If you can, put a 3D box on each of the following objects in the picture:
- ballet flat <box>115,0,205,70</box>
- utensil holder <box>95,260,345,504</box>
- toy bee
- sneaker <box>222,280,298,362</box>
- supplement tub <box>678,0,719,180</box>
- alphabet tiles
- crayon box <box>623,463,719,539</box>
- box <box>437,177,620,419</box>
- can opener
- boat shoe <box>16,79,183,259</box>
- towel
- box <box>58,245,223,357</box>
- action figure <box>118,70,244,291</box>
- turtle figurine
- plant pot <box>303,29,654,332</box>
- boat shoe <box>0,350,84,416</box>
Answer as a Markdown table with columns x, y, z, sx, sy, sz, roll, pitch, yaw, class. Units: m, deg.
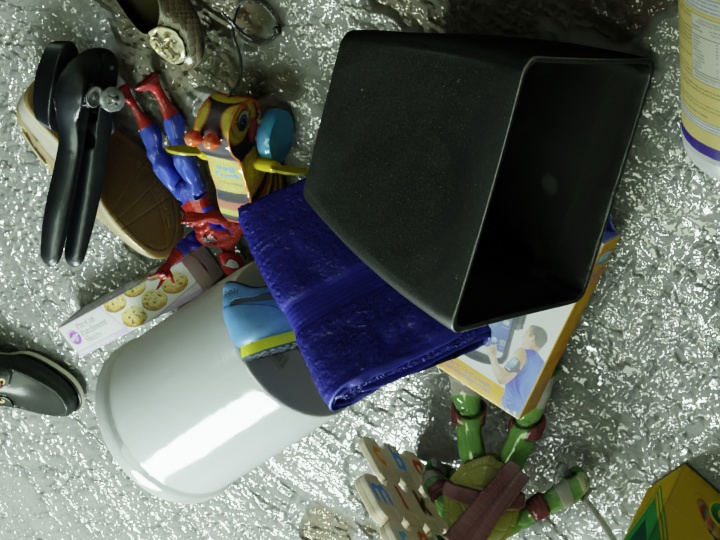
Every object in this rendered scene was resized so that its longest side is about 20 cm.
| x | y | z | sx | sy | sz | roll | pitch | yaw | class |
| --- | --- | --- | --- | --- | --- | --- | --- | --- | --- |
| -0.199 | -0.250 | 1.344 | 0.067 | 0.046 | 0.200 | -30 | 94 | 44 | ballet flat |
| -0.118 | 0.100 | 1.481 | 0.200 | 0.170 | 0.170 | -34 | 101 | 37 | utensil holder |
| -0.115 | -0.112 | 1.371 | 0.131 | 0.109 | 0.200 | -8 | 117 | 35 | toy bee |
| -0.022 | 0.017 | 1.377 | 0.066 | 0.200 | 0.079 | -38 | 68 | 66 | sneaker |
| 0.286 | -0.169 | 1.081 | 0.145 | 0.145 | 0.200 | 8 | 125 | 25 | supplement tub |
| 0.065 | 0.239 | 1.452 | 0.015 | 0.200 | 0.196 | -39 | 60 | 15 | alphabet tiles |
| 0.307 | 0.292 | 1.364 | 0.200 | 0.173 | 0.058 | 42 | 135 | -3 | crayon box |
| 0.127 | 0.009 | 1.325 | 0.119 | 0.041 | 0.200 | 32 | 119 | 20 | box |
| -0.247 | -0.100 | 1.415 | 0.079 | 0.063 | 0.200 | 17 | 106 | 48 | can opener |
| -0.242 | -0.092 | 1.487 | 0.200 | 0.074 | 0.069 | 53 | 149 | -12 | boat shoe |
| 0.000 | 0.000 | 1.312 | 0.050 | 0.148 | 0.200 | 85 | 159 | -63 | towel |
| -0.215 | 0.030 | 1.568 | 0.200 | 0.039 | 0.041 | -25 | 106 | 39 | box |
| -0.170 | -0.066 | 1.442 | 0.065 | 0.099 | 0.200 | -16 | 114 | 37 | action figure |
| 0.129 | 0.169 | 1.448 | 0.144 | 0.200 | 0.194 | 20 | 110 | 50 | turtle figurine |
| 0.076 | -0.088 | 1.207 | 0.177 | 0.199 | 0.200 | 24 | 109 | 31 | plant pot |
| -0.389 | 0.118 | 1.712 | 0.201 | 0.063 | 0.074 | 18 | 125 | 16 | boat shoe |
